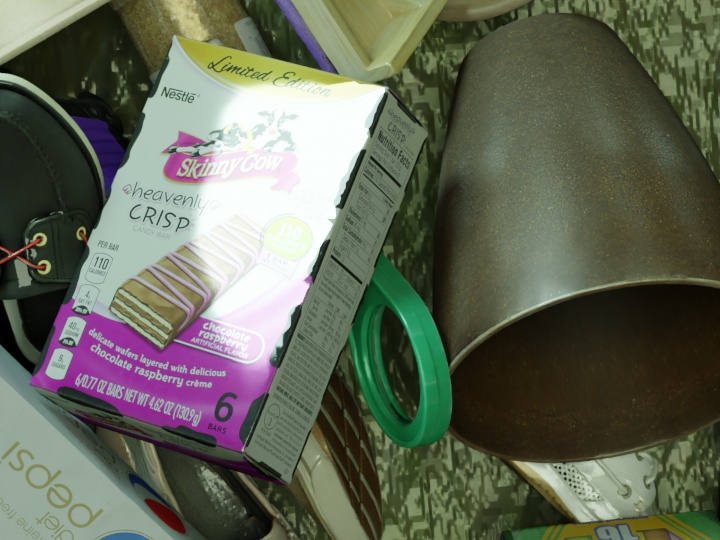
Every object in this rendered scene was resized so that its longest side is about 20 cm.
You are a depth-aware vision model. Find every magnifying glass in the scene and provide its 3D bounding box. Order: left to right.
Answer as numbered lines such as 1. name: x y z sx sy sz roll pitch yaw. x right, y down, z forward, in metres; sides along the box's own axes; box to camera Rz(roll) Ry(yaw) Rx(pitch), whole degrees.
1. magnifying glass: 0.000 0.000 1.457 0.022 0.080 0.201 -14 65 -25

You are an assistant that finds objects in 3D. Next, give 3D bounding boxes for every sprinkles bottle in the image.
1. sprinkles bottle: -0.064 -0.079 1.534 0.068 0.068 0.201 -28 93 -3

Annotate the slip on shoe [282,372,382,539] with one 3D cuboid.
1. slip on shoe: -0.047 0.078 1.521 0.060 0.076 0.201 -16 126 19

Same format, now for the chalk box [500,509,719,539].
1. chalk box: 0.148 0.226 1.436 0.123 0.200 0.125 -5 114 -5

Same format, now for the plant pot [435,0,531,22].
1. plant pot: 0.043 -0.242 1.503 0.200 0.201 0.093 38 48 -5

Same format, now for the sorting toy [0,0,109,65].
1. sorting toy: -0.213 -0.194 1.415 0.199 0.036 0.186 -31 95 -11

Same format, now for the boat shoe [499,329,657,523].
1. boat shoe: 0.135 0.110 1.555 0.200 0.071 0.069 43 88 -4

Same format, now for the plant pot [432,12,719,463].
1. plant pot: 0.115 -0.030 1.491 0.185 0.187 0.201 -7 59 -4

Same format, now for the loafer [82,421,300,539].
1. loafer: -0.076 0.143 1.533 0.072 0.063 0.200 -40 93 -32

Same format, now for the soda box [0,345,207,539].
1. soda box: -0.150 0.125 1.451 0.068 0.064 0.200 -43 111 4

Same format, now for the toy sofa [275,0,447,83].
1. toy sofa: -0.050 -0.186 1.481 0.097 0.083 0.201 -17 118 38

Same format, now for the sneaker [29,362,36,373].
1. sneaker: -0.241 0.102 1.517 0.199 0.071 0.113 -10 131 -36

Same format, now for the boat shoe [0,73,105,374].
1. boat shoe: -0.168 -0.012 1.448 0.073 0.063 0.202 -4 131 8

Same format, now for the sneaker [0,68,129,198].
1. sneaker: -0.139 -0.046 1.527 0.200 0.100 0.069 34 132 -26

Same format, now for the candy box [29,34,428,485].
1. candy box: -0.066 -0.008 1.422 0.136 0.061 0.201 15 76 28
